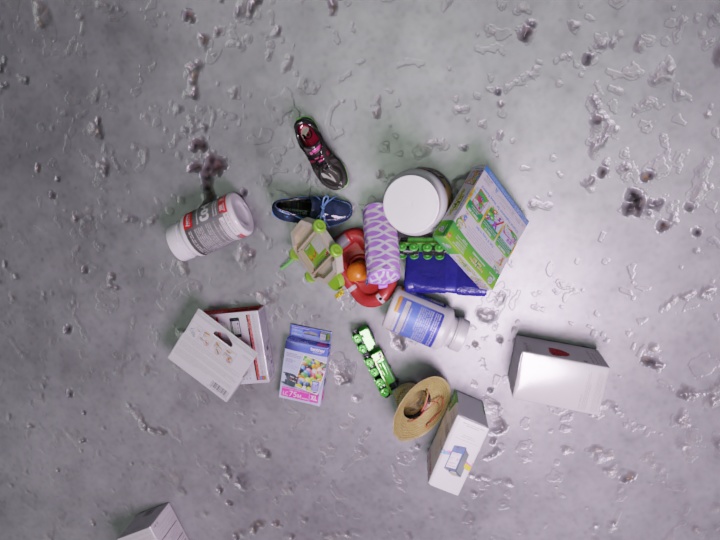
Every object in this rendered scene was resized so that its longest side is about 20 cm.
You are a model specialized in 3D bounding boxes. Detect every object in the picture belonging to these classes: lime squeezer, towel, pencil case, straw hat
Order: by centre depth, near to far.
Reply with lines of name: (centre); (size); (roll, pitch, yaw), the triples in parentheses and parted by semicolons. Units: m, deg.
pencil case: (0.049, -0.061, 1.346); (0.083, 0.086, 0.202); (-4, 65, 5)
towel: (0.206, -0.008, 1.381); (0.197, 0.050, 0.149); (3, 65, 9)
lime squeezer: (-0.151, -0.083, 1.452); (0.070, 0.038, 0.202); (18, 105, 5)
straw hat: (0.131, 0.331, 1.461); (0.085, 0.200, 0.203); (35, 110, 44)

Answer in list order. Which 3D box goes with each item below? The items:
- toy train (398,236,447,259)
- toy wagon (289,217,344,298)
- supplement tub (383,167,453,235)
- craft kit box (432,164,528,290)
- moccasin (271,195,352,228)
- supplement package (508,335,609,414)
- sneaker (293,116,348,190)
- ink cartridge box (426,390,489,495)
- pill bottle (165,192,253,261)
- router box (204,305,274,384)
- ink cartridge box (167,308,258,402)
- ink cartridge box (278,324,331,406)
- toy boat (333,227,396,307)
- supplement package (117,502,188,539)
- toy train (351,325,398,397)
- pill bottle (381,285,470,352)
toy train: (0.178, -0.057, 1.358); (0.197, 0.057, 0.042); (2, 141, 11)
toy wagon: (-0.094, -0.026, 1.372); (0.201, 0.039, 0.155); (55, 141, 5)
supplement tub: (0.131, -0.158, 1.299); (0.143, 0.200, 0.147); (3, 102, 14)
craft kit box: (0.274, -0.093, 1.283); (0.200, 0.048, 0.199); (43, 68, -31)
moccasin: (-0.116, -0.142, 1.396); (0.197, 0.068, 0.082); (-4, 81, -5)
supplement package: (0.466, 0.245, 1.368); (0.198, 0.121, 0.121); (10, 104, 7)
sneaker: (-0.103, -0.276, 1.378); (0.076, 0.084, 0.201); (-34, 95, 15)
ink cartridge box: (0.240, 0.430, 1.440); (0.087, 0.145, 0.202); (22, 104, 1)
pill bottle: (-0.380, -0.106, 1.445); (0.198, 0.114, 0.115); (-23, 98, 13)
router box: (-0.334, 0.203, 1.538); (0.177, 0.049, 0.203); (-5, 101, 11)
ink cartridge box: (-0.380, 0.217, 1.500); (0.199, 0.044, 0.174); (36, 106, 2)
ink cartridge box: (-0.146, 0.251, 1.523); (0.118, 0.042, 0.202); (11, 102, 7)
toy boat: (0.000, 0.000, 1.396); (0.130, 0.131, 0.201); (-37, 94, 15)
supplement package: (-0.587, 0.813, 1.675); (0.120, 0.120, 0.202); (-23, 97, 12)
toy train: (0.039, 0.234, 1.479); (0.056, 0.042, 0.202); (-28, 101, -4)
pill bottle: (0.162, 0.124, 1.405); (0.198, 0.112, 0.113); (23, 105, 4)
